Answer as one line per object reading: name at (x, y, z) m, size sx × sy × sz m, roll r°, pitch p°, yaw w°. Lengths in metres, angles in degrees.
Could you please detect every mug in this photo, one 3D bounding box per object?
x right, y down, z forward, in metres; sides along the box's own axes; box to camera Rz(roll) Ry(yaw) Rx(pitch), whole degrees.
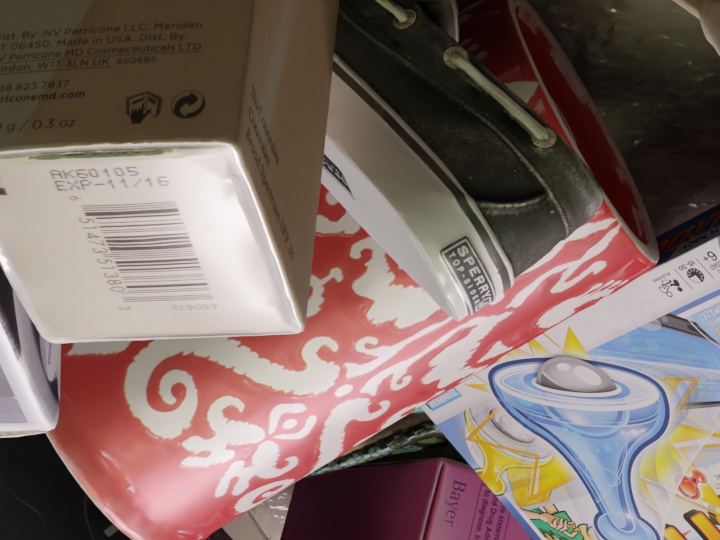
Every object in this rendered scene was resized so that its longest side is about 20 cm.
mug at (-0.006, -0.009, 0.880) m, size 0.200 × 0.178 × 0.134 m, roll -29°, pitch 97°, yaw 14°

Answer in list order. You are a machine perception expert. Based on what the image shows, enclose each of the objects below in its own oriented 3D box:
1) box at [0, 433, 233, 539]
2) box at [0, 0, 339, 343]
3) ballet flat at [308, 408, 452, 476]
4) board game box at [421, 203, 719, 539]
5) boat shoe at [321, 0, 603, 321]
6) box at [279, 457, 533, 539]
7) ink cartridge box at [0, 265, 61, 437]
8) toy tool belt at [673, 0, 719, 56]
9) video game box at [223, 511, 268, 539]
box at (-0.149, 0.149, 0.935) m, size 0.122 × 0.106 × 0.200 m, roll 47°, pitch 123°, yaw 5°
box at (-0.052, -0.087, 0.704) m, size 0.078 × 0.200 × 0.095 m, roll -2°, pitch 147°, yaw 11°
ballet flat at (0.007, 0.053, 1.039) m, size 0.200 × 0.074 × 0.074 m, roll -7°, pitch 145°, yaw 23°
board game box at (0.124, 0.056, 0.903) m, size 0.135 × 0.034 × 0.200 m, roll 49°, pitch 140°, yaw -8°
boat shoe at (0.001, -0.066, 0.777) m, size 0.064 × 0.200 × 0.071 m, roll -35°, pitch 147°, yaw -8°
box at (0.079, 0.156, 1.100) m, size 0.200 × 0.097 × 0.176 m, roll 17°, pitch 169°, yaw -19°
ink cartridge box at (-0.125, -0.085, 0.722) m, size 0.043 × 0.198 × 0.200 m, roll -6°, pitch 147°, yaw 5°
toy tool belt at (0.197, -0.072, 0.797) m, size 0.200 × 0.125 × 0.123 m, roll 18°, pitch 176°, yaw -13°
video game box at (-0.043, 0.186, 1.068) m, size 0.047 × 0.200 × 0.182 m, roll -32°, pitch 173°, yaw -18°
